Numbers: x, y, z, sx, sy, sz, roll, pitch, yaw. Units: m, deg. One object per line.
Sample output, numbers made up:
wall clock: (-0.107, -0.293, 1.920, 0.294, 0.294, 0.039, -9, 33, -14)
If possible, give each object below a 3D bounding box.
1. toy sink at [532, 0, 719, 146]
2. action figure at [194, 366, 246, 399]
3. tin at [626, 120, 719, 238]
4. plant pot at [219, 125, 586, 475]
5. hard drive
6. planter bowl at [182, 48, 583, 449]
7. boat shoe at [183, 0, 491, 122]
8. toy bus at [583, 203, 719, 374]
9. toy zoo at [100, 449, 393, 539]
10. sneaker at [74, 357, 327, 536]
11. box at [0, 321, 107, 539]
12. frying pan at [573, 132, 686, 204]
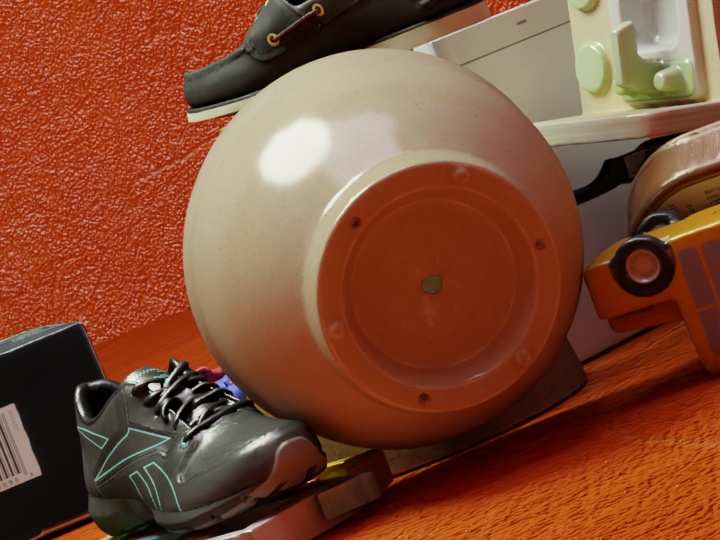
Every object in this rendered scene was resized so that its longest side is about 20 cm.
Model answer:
toy sink: (0.189, -0.137, 1.556, 0.199, 0.113, 0.130, -11, 4, -31)
action figure: (-0.072, 0.069, 1.662, 0.200, 0.052, 0.065, -43, 14, -31)
tin: (0.229, -0.035, 1.418, 0.199, 0.112, 0.042, -20, 29, 23)
plant pot: (0.000, 0.000, 1.531, 0.186, 0.201, 0.186, -22, 4, 2)
hard drive: (0.118, -0.055, 1.626, 0.132, 0.201, 0.027, -24, 5, -38)
planter bowl: (0.024, -0.002, 1.360, 0.199, 0.201, 0.135, -22, 13, -9)
boat shoe: (-0.021, -0.130, 1.500, 0.201, 0.063, 0.074, -21, 6, 39)
toy bus: (0.213, -0.008, 1.358, 0.199, 0.079, 0.065, -20, 7, 21)
toy zoo: (-0.071, 0.132, 1.405, 0.199, 0.021, 0.131, -19, 5, 32)
sneaker: (-0.090, 0.086, 1.405, 0.075, 0.080, 0.200, -22, 5, -35)
box: (-0.263, 0.125, 1.840, 0.199, 0.124, 0.197, -22, 2, -14)
frying pan: (0.165, -0.060, 1.591, 0.189, 0.031, 0.115, -10, 3, 0)
